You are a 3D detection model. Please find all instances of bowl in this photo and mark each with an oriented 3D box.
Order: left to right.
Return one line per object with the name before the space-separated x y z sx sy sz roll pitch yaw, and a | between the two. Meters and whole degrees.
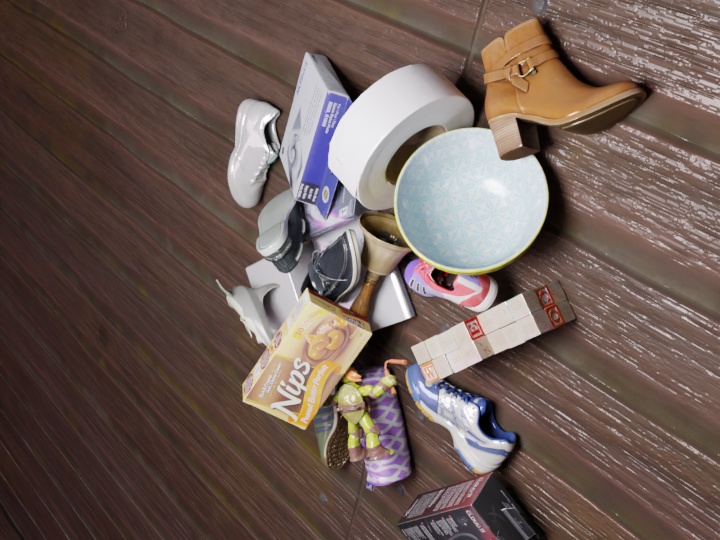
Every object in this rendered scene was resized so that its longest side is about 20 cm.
bowl | 0.148 -0.078 1.073 0.200 0.200 0.108 55 177 20

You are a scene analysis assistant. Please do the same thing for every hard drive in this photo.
hard drive | 0.000 0.000 1.312 0.132 0.025 0.201 -22 86 31

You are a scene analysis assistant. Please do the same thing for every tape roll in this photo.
tape roll | 0.056 -0.178 1.089 0.071 0.202 0.203 51 133 23

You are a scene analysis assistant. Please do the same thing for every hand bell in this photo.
hand bell | 0.014 0.019 1.253 0.104 0.104 0.200 41 123 31

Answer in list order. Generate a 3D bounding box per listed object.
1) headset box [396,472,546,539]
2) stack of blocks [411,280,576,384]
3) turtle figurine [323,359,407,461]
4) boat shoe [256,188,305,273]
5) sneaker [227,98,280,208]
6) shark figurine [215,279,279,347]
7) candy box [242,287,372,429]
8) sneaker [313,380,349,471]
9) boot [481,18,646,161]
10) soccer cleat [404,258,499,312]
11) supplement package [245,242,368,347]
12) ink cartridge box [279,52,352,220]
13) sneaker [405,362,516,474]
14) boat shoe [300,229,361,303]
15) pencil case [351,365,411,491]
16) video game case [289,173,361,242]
headset box | 0.175 0.398 1.206 0.149 0.075 0.200 51 137 -3
stack of blocks | 0.179 0.087 1.103 0.200 0.115 0.059 -33 78 46
turtle figurine | 0.002 0.218 1.266 0.200 0.064 0.162 -17 88 34
boat shoe | -0.124 -0.065 1.294 0.075 0.200 0.060 -26 118 22
sneaker | -0.183 -0.202 1.442 0.088 0.075 0.201 20 115 29
shark figurine | -0.158 0.067 1.314 0.215 0.089 0.128 47 166 38
candy box | -0.085 0.140 1.246 0.200 0.115 0.055 -55 20 16
sneaker | -0.055 0.256 1.453 0.090 0.067 0.201 32 124 46
boot | 0.236 -0.237 0.978 0.200 0.074 0.155 -16 76 34
soccer cleat | 0.113 0.007 1.149 0.200 0.073 0.068 22 83 59
supplement package | -0.093 0.062 1.384 0.121 0.120 0.201 -21 86 48
ink cartridge box | -0.073 -0.215 1.278 0.200 0.040 0.200 -116 37 -48
sneaker | 0.155 0.205 1.210 0.200 0.075 0.088 48 125 14
boat shoe | -0.047 0.003 1.239 0.200 0.062 0.075 125 137 -57
pencil case | 0.030 0.261 1.349 0.085 0.084 0.201 -179 78 -68
video game case | -0.060 -0.125 1.316 0.200 0.019 0.143 -19 57 48
